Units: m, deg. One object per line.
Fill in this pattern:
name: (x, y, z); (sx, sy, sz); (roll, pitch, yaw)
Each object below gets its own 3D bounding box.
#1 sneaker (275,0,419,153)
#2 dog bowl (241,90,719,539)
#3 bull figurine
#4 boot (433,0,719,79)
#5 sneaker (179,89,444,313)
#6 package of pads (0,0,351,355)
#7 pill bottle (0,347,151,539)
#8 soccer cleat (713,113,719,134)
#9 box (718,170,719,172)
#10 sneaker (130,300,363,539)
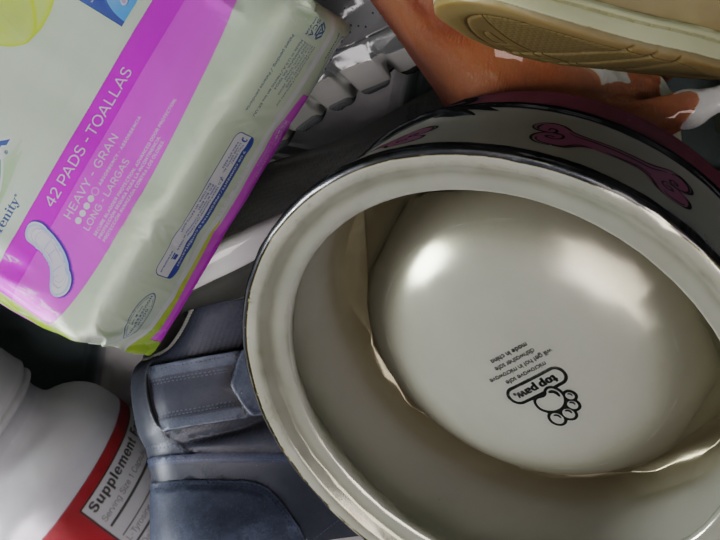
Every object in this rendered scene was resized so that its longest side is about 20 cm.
sneaker: (-0.049, -0.107, 0.852); (0.200, 0.075, 0.116); (-30, 108, 9)
dog bowl: (0.063, 0.025, 0.772); (0.200, 0.074, 0.200); (12, 127, 16)
bull figurine: (0.075, -0.075, 0.793); (0.121, 0.065, 0.200); (-31, 114, 14)
boot: (0.117, -0.140, 0.708); (0.200, 0.072, 0.155); (2, 95, -28)
sneaker: (0.000, 0.000, 0.865); (0.200, 0.071, 0.099); (-25, 114, -13)
package of pads: (-0.127, -0.076, 0.801); (0.200, 0.068, 0.155); (33, 95, 16)
pill bottle: (-0.113, 0.122, 0.955); (0.200, 0.112, 0.112); (39, 116, -15)
soccer cleat: (0.182, -0.112, 0.819); (0.084, 0.065, 0.200); (9, 118, 11)
box: (0.207, 0.078, 0.906); (0.176, 0.097, 0.200); (9, 119, 0)
sneaker: (-0.005, 0.063, 0.931); (0.202, 0.146, 0.077); (-4, 166, -34)
